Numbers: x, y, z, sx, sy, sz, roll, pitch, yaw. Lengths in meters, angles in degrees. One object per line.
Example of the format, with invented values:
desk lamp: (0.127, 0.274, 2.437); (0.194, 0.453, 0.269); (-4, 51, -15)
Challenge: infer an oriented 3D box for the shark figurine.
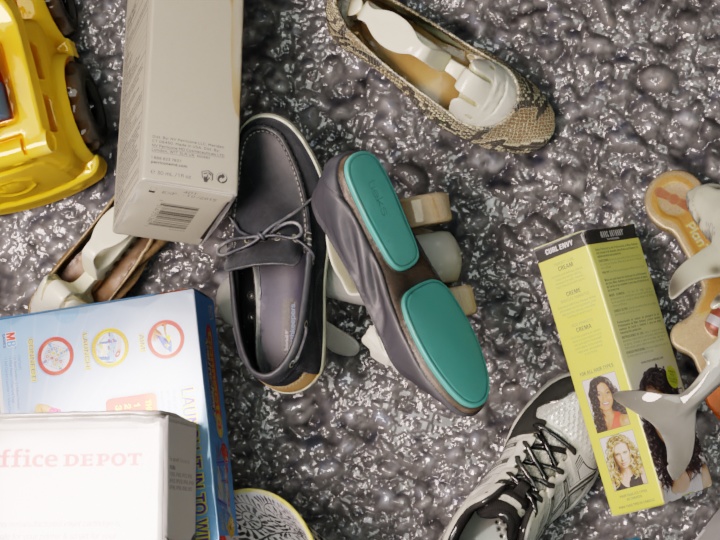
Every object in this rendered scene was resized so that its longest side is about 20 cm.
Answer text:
shark figurine: (0.265, 0.033, 1.080); (0.089, 0.128, 0.216); (37, 59, -31)

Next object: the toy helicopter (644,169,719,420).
toy helicopter: (0.278, 0.009, 1.154); (0.132, 0.079, 0.201); (-31, 73, 10)

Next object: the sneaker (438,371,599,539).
sneaker: (0.121, 0.164, 1.152); (0.075, 0.088, 0.201); (32, 89, 8)

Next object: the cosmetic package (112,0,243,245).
cosmetic package: (-0.130, -0.131, 1.144); (0.070, 0.105, 0.202); (8, 68, -18)

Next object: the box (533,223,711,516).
box: (0.191, 0.070, 1.147); (0.050, 0.075, 0.202); (-22, 82, 40)

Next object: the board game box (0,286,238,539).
board game box: (-0.193, 0.127, 1.124); (0.194, 0.056, 0.202); (-8, 79, 8)

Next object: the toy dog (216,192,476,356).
toy dog: (0.000, 0.000, 1.183); (0.198, 0.096, 0.133); (10, 91, 20)

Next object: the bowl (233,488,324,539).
bowl: (-0.063, 0.267, 1.145); (0.200, 0.094, 0.203); (-22, 58, 40)

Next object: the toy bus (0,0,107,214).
toy bus: (-0.283, -0.152, 1.152); (0.134, 0.192, 0.202); (-15, 85, 6)

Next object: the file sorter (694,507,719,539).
file sorter: (0.341, 0.176, 1.108); (0.124, 0.139, 0.200); (39, 91, 2)

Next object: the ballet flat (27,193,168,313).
ballet flat: (-0.200, 0.000, 1.195); (0.068, 0.072, 0.200); (41, 92, 11)

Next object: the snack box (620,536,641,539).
snack box: (0.234, 0.259, 1.083); (0.199, 0.116, 0.037); (36, 108, 32)

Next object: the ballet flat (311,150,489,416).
ballet flat: (0.022, 0.015, 1.093); (0.073, 0.073, 0.201); (-27, 85, 4)

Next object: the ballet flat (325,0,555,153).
ballet flat: (0.056, -0.151, 1.177); (0.199, 0.075, 0.068); (34, 90, 5)

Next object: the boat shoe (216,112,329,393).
boat shoe: (-0.061, -0.014, 1.122); (0.074, 0.062, 0.202); (-5, 85, 22)

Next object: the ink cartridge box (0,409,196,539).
ink cartridge box: (-0.185, 0.195, 1.040); (0.144, 0.085, 0.202); (-2, 82, 10)
